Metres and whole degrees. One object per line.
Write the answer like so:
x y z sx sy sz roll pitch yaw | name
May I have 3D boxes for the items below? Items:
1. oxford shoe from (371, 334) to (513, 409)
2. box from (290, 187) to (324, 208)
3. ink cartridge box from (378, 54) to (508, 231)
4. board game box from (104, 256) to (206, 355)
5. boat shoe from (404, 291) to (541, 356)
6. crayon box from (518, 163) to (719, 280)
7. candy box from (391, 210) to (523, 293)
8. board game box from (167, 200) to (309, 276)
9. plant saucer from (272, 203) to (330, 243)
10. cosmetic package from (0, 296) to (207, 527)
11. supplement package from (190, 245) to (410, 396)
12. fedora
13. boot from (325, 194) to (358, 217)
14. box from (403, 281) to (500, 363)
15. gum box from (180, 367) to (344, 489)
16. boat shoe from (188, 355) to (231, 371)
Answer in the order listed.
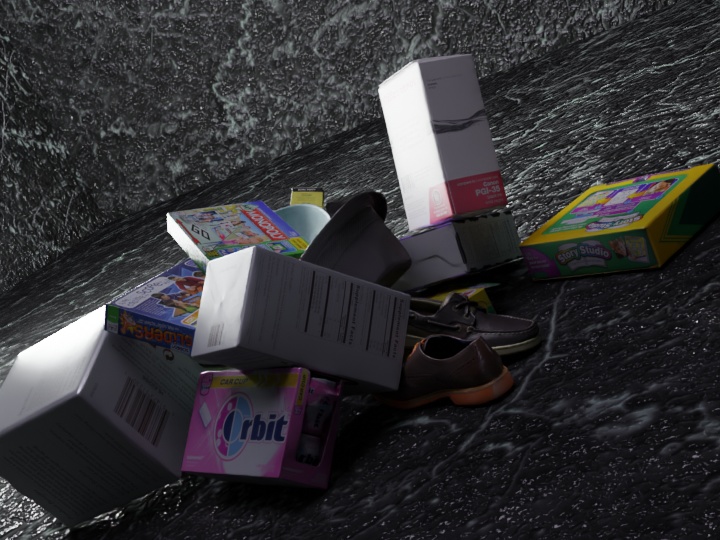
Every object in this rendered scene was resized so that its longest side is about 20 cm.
0.077 0.103 1.271 0.200 0.073 0.071 -11 20 46 | oxford shoe
-0.078 -0.031 1.651 0.050 0.075 0.200 0 41 1 | box
0.103 -0.162 1.502 0.083 0.200 0.147 -12 -2 -20 | ink cartridge box
-0.189 0.039 1.371 0.135 0.034 0.200 15 22 18 | board game box
0.102 0.057 1.314 0.200 0.065 0.073 1 15 17 | boat shoe
0.327 -0.058 1.454 0.173 0.058 0.200 -37 17 -35 | crayon box
0.103 -0.018 1.567 0.168 0.072 0.200 -18 -2 30 | candy box
-0.154 -0.038 1.481 0.135 0.029 0.200 -10 24 -23 | board game box
-0.110 0.000 1.533 0.201 0.039 0.201 -24 39 21 | plant saucer
-0.316 0.170 1.389 0.200 0.167 0.166 -26 31 29 | cosmetic package
-0.062 0.060 1.257 0.200 0.110 0.114 18 -18 -29 | supplement package
0.000 0.000 1.405 0.177 0.090 0.200 -50 -11 -12 | fedora
-0.007 -0.008 1.671 0.073 0.151 0.200 -13 26 2 | boot
0.077 0.073 1.442 0.200 0.048 0.117 -33 14 -21 | box
-0.104 0.168 1.245 0.066 0.114 0.200 21 -18 -36 | gum box
-0.201 0.077 1.437 0.200 0.068 0.075 -9 47 22 | boat shoe
